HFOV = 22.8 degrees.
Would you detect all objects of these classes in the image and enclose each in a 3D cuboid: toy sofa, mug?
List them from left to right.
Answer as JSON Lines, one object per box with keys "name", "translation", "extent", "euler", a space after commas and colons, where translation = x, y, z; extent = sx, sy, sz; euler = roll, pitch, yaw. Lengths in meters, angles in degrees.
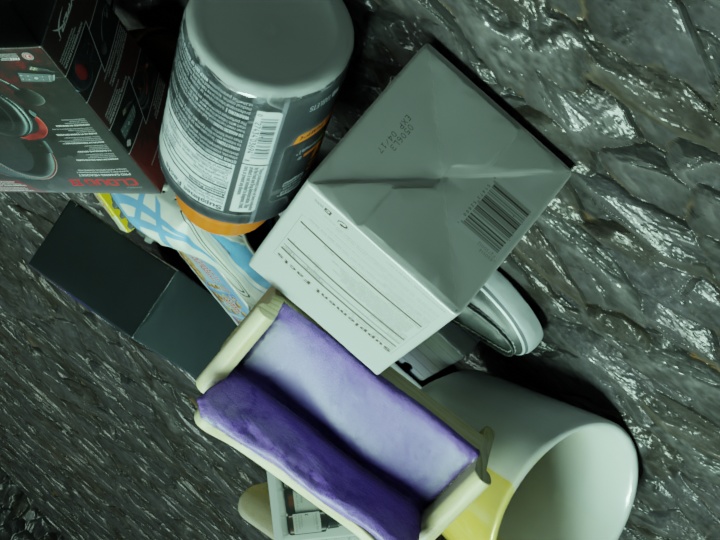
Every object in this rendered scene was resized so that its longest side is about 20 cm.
{"name": "toy sofa", "translation": [-0.010, 0.104, 1.218], "extent": [0.200, 0.098, 0.083], "euler": [38, 118, -8]}
{"name": "mug", "translation": [0.089, 0.153, 1.331], "extent": [0.153, 0.186, 0.150], "euler": [31, 129, 43]}

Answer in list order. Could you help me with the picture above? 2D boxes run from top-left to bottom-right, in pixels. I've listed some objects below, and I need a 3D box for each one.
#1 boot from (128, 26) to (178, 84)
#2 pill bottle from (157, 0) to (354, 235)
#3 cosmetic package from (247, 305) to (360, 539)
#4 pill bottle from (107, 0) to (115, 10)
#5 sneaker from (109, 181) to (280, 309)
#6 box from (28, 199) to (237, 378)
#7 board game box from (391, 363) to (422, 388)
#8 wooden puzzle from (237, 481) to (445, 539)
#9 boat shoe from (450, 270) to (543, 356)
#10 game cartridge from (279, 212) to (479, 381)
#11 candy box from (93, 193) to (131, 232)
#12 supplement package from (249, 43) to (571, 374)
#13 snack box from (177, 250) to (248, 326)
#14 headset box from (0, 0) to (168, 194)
{"name": "boot", "translation": [-0.109, -0.085, 1.323], "extent": [0.166, 0.072, 0.201], "euler": [25, 147, 50]}
{"name": "pill bottle", "translation": [-0.073, -0.100, 1.145], "extent": [0.106, 0.106, 0.200], "euler": [38, 150, 9]}
{"name": "cosmetic package", "translation": [-0.032, 0.102, 1.316], "extent": [0.051, 0.082, 0.201], "euler": [113, 150, -68]}
{"name": "pill bottle", "translation": [-0.232, -0.209, 1.256], "extent": [0.111, 0.111, 0.200], "euler": [36, 160, 16]}
{"name": "sneaker", "translation": [-0.101, -0.036, 1.290], "extent": [0.199, 0.072, 0.073], "euler": [32, 116, 23]}
{"name": "box", "translation": [-0.197, 0.028, 1.675], "extent": [0.141, 0.079, 0.200], "euler": [29, 174, 27]}
{"name": "board game box", "translation": [0.051, 0.120, 1.488], "extent": [0.200, 0.035, 0.126], "euler": [41, 177, 3]}
{"name": "wooden puzzle", "translation": [0.010, 0.243, 1.659], "extent": [0.185, 0.200, 0.047], "euler": [30, 116, 30]}
{"name": "boat shoe", "translation": [0.036, 0.002, 1.261], "extent": [0.200, 0.066, 0.070], "euler": [41, 161, 2]}
{"name": "game cartridge", "translation": [0.000, 0.000, 1.380], "extent": [0.200, 0.038, 0.130], "euler": [43, 157, -3]}
{"name": "candy box", "translation": [-0.253, -0.120, 1.538], "extent": [0.200, 0.026, 0.102], "euler": [55, 171, -8]}
{"name": "supplement package", "translation": [0.026, -0.031, 1.125], "extent": [0.120, 0.121, 0.200], "euler": [41, 162, -1]}
{"name": "snack box", "translation": [-0.123, -0.004, 1.523], "extent": [0.200, 0.024, 0.072], "euler": [53, 161, -24]}
{"name": "headset box", "translation": [-0.220, -0.122, 1.209], "extent": [0.148, 0.075, 0.200], "euler": [2, 153, 22]}
